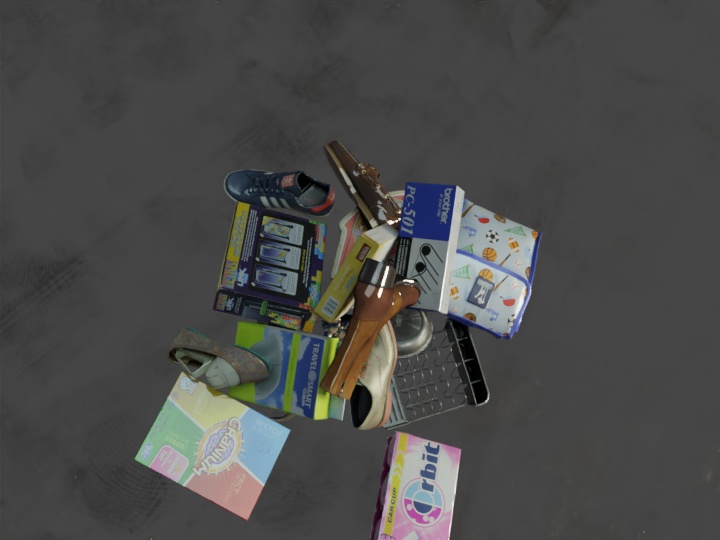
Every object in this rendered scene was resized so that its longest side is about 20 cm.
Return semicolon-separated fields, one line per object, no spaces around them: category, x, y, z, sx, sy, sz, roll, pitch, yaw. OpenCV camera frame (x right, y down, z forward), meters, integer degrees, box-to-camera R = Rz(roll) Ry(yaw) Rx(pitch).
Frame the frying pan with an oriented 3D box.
frying pan;0.035;0.075;1.368;0.188;0.031;0.115;29;59;19

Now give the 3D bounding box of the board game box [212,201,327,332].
board game box;-0.143;-0.008;1.321;0.161;0.057;0.203;13;45;-9

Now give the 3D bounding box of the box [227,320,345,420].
box;-0.112;0.154;1.252;0.196;0.047;0.125;8;89;32

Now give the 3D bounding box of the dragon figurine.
dragon figurine;-0.076;0.161;1.311;0.058;0.200;0.101;23;32;-34

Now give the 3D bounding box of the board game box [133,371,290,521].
board game box;-0.230;0.274;1.267;0.197;0.040;0.155;28;70;-3

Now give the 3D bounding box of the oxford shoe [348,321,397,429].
oxford shoe;0.014;0.156;1.296;0.069;0.074;0.205;-2;91;29

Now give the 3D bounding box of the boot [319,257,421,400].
boot;0.020;0.099;1.203;0.067;0.188;0.204;18;86;17

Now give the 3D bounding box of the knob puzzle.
knob puzzle;0.055;-0.054;1.435;0.214;0.031;0.225;3;72;-11

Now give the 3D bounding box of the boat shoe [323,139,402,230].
boat shoe;0.007;-0.150;1.423;0.069;0.071;0.202;-31;77;-6

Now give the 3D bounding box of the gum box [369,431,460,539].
gum box;0.087;0.363;1.283;0.111;0.066;0.204;16;63;-7

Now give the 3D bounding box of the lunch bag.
lunch bag;0.208;0.002;1.390;0.167;0.124;0.203;23;61;-3

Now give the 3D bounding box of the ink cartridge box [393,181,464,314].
ink cartridge box;0.107;-0.037;1.318;0.092;0.044;0.205;7;85;26

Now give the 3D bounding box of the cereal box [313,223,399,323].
cereal box;0.000;0.000;1.291;0.039;0.200;0.146;33;102;6

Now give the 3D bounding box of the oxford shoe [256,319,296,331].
oxford shoe;-0.152;0.054;1.344;0.074;0.058;0.204;-17;75;-12

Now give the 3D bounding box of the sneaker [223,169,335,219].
sneaker;-0.137;-0.145;1.392;0.195;0.085;0.077;8;71;-9

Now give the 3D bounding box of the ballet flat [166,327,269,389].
ballet flat;-0.226;0.146;1.251;0.197;0.069;0.067;13;44;37

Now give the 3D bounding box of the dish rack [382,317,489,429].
dish rack;0.104;0.176;1.362;0.196;0.055;0.157;-14;75;-15
